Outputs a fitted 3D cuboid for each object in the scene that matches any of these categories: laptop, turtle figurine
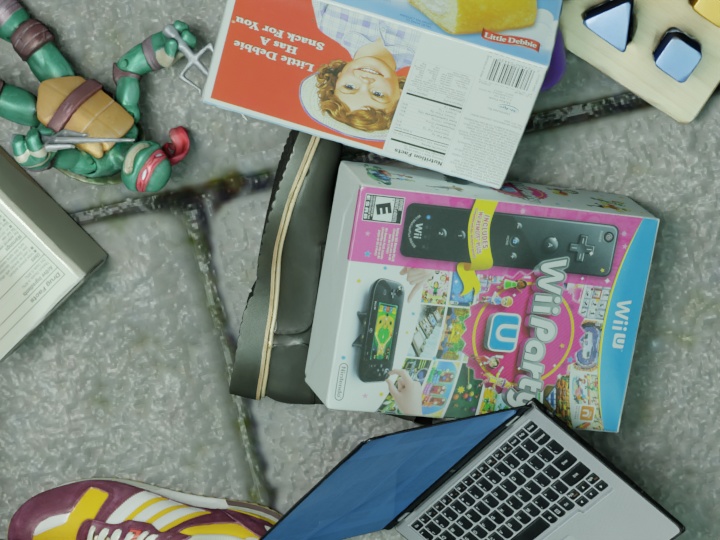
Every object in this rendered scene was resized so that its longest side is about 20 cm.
[{"bbox_3d":[0.062,0.174,1.578,0.200,0.116,0.187,40,139,-3],"label":"laptop"},{"bbox_3d":[-0.183,-0.105,1.592,0.200,0.150,0.101,32,141,11],"label":"turtle figurine"}]

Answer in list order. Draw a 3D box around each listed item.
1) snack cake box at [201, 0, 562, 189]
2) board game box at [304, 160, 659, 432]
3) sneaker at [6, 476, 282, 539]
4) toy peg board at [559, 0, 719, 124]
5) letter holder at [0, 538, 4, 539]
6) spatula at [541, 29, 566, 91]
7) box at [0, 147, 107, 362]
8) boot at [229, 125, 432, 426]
[{"bbox_3d":[0.012,-0.136,1.536,0.200,0.067,0.115,17,139,-3],"label":"snack cake box"},{"bbox_3d":[0.077,0.018,1.582,0.200,0.064,0.148,5,103,-17],"label":"board game box"},{"bbox_3d":[-0.144,0.186,1.658,0.200,0.090,0.075,2,102,6],"label":"sneaker"},{"bbox_3d":[0.176,-0.221,1.537,0.200,0.098,0.199,33,103,0],"label":"toy peg board"},{"bbox_3d":[-0.184,0.279,1.621,0.200,0.101,0.142,25,74,-18],"label":"letter holder"},{"bbox_3d":[0.033,-0.134,1.600,0.200,0.021,0.057,2,140,16],"label":"spatula"},{"bbox_3d":[-0.272,-0.043,1.633,0.095,0.078,0.200,-43,94,12],"label":"box"},{"bbox_3d":[0.000,0.000,1.621,0.138,0.077,0.200,12,114,-2],"label":"boot"}]
